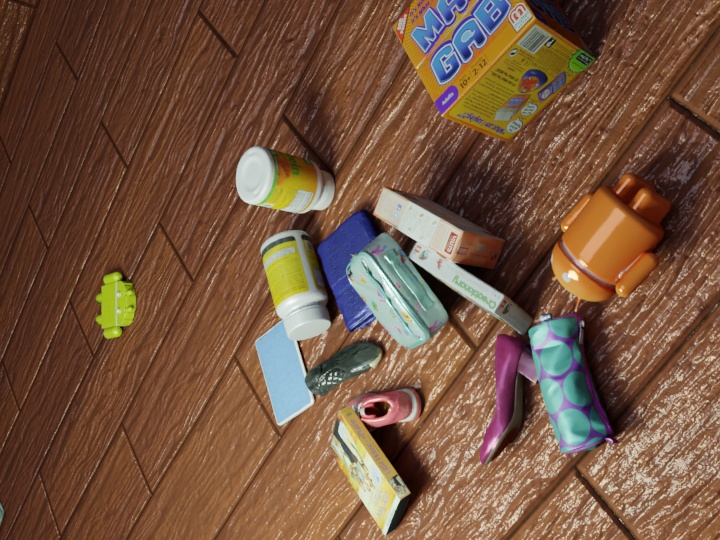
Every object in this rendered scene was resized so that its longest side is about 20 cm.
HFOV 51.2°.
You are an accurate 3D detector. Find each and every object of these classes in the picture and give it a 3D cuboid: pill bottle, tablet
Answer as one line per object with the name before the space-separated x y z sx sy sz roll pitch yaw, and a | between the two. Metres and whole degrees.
pill bottle | -0.131 0.031 1.553 0.113 0.113 0.204 -35 63 35
tablet | -0.166 0.218 1.636 0.129 0.013 0.204 -36 63 35
pill bottle | -0.147 -0.179 1.531 0.109 0.197 0.115 -5 82 42

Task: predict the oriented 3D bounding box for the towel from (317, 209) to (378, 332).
towel | 0.000 0.000 1.480 0.147 0.049 0.204 -38 60 27

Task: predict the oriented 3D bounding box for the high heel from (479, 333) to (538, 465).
high heel | 0.224 0.209 1.224 0.095 0.067 0.203 30 92 31

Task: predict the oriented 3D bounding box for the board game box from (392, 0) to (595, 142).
board game box | 0.212 -0.366 1.205 0.199 0.197 0.203 -42 59 31

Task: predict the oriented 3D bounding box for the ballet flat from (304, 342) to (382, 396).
ballet flat | -0.030 0.195 1.494 0.197 0.057 0.068 -28 40 33

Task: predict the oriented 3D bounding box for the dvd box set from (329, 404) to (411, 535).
dvd box set | 0.013 0.369 1.386 0.201 0.029 0.148 52 147 29

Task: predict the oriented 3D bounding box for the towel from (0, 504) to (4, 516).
towel | -1.329 0.871 2.668 0.199 0.047 0.175 38 115 39

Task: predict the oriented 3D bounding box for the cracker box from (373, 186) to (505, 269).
cracker box | 0.134 -0.074 1.294 0.199 0.132 0.059 34 107 41

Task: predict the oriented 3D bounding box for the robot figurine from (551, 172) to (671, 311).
robot figurine | 0.357 -0.039 1.088 0.143 0.116 0.202 40 115 12

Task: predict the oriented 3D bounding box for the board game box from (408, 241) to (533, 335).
board game box | 0.181 0.029 1.242 0.199 0.126 0.035 35 91 40

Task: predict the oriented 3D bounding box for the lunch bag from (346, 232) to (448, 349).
lunch bag | 0.059 0.037 1.308 0.201 0.077 0.160 51 163 0

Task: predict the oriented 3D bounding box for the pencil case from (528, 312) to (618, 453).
pencil case | 0.316 0.167 1.128 0.091 0.084 0.205 -25 69 39

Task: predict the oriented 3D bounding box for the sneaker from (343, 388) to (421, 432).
sneaker | 0.018 0.259 1.404 0.198 0.086 0.076 -24 69 40

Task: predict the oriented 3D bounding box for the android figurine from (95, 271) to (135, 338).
android figurine | -0.700 0.099 2.146 0.197 0.040 0.188 -10 79 45
